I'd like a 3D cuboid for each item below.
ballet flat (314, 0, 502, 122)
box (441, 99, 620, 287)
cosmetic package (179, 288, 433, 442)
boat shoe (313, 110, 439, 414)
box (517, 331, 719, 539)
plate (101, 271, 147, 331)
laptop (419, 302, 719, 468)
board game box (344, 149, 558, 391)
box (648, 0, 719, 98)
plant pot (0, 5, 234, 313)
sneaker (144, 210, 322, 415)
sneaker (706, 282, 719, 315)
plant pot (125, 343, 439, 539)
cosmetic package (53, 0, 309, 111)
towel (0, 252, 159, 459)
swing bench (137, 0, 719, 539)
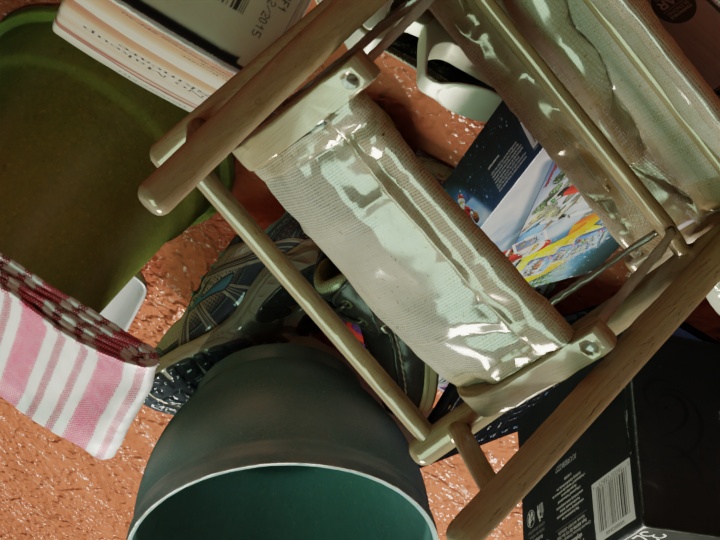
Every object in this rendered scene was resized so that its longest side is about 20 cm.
[{"bbox_3d":[0.033,-0.130,0.766,0.199,0.068,0.068,29,146,2],"label":"ballet flat"},{"bbox_3d":[0.110,-0.048,0.761,0.038,0.136,0.200,65,150,20],"label":"box"},{"bbox_3d":[-0.057,0.102,1.088,0.199,0.088,0.103,29,156,1],"label":"cosmetic package"},{"bbox_3d":[0.000,0.000,0.889,0.072,0.065,0.203,25,128,61],"label":"boat shoe"},{"bbox_3d":[0.214,0.133,0.855,0.198,0.125,0.149,11,149,-18],"label":"box"},{"bbox_3d":[-0.272,-0.003,1.175,0.199,0.032,0.200,33,145,-2],"label":"plate"},{"bbox_3d":[0.149,0.106,0.942,0.104,0.198,0.178,62,153,24],"label":"laptop"},{"bbox_3d":[0.059,0.013,0.962,0.119,0.032,0.201,31,146,6],"label":"board game box"},{"bbox_3d":[0.165,-0.129,0.630,0.199,0.117,0.060,38,144,-13],"label":"box"},{"bbox_3d":[-0.213,-0.040,0.954,0.199,0.185,0.201,19,144,14],"label":"plant pot"},{"bbox_3d":[-0.082,0.028,0.992,0.199,0.087,0.077,-37,136,23],"label":"sneaker"},{"bbox_3d":[0.208,-0.008,0.738,0.199,0.077,0.111,29,-167,-38],"label":"sneaker"},{"bbox_3d":[-0.052,0.135,0.942,0.198,0.135,0.201,-2,136,-2],"label":"plant pot"},{"bbox_3d":[-0.091,-0.146,0.729,0.103,0.088,0.200,28,176,-13],"label":"cosmetic package"},{"bbox_3d":[-0.224,0.041,0.876,0.199,0.030,0.147,31,146,-1],"label":"towel"},{"bbox_3d":[0.047,-0.033,0.592,0.199,0.200,0.130,49,-177,-13],"label":"swing bench"}]
